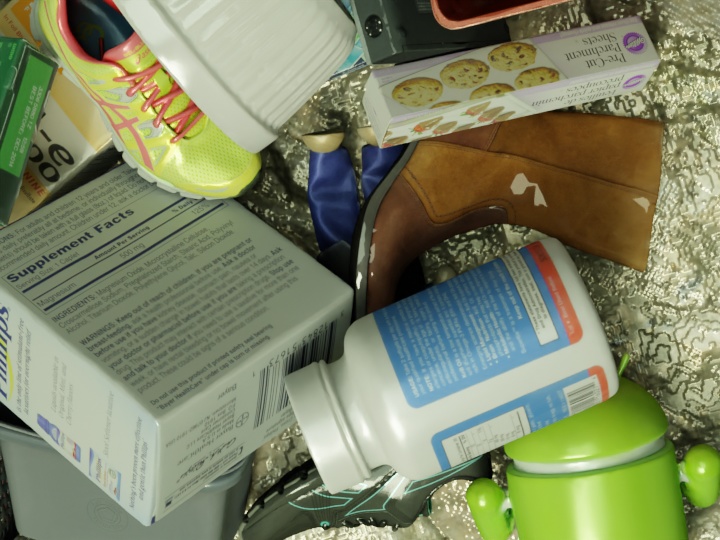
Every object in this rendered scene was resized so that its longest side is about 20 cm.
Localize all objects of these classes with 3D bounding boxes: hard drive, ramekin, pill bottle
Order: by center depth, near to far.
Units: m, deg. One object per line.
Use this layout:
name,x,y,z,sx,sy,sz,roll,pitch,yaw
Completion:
ramekin,-0.088,-0.185,1.114,0.105,0.200,0.201,-36,89,7
pill bottle,0.056,0.066,1.119,0.198,0.112,0.113,-22,93,0
hard drive,0.028,-0.238,1.140,0.033,0.139,0.202,-17,87,38

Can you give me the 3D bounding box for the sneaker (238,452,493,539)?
sneaker,0.003,0.158,1.244,0.199,0.075,0.080,-31,92,15

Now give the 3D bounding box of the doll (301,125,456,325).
doll,0.000,0.000,1.234,0.135,0.048,0.202,-8,96,1

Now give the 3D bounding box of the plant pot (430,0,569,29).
plant pot,0.138,-0.273,1.101,0.198,0.176,0.202,-12,95,15

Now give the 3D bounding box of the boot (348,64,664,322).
boot,0.098,-0.031,1.186,0.198,0.068,0.190,14,82,-5

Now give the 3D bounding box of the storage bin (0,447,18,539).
storage bin,-0.339,0.123,1.307,0.134,0.094,0.202,-1,98,13

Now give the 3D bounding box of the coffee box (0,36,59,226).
coffee box,-0.306,-0.102,1.198,0.198,0.044,0.124,7,75,34

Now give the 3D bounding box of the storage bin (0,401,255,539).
storage bin,-0.164,0.131,1.258,0.198,0.146,0.135,14,128,10

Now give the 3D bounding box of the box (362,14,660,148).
box,0.099,-0.125,1.146,0.198,0.039,0.042,-13,67,-17

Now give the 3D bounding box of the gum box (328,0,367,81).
gum box,-0.044,-0.233,1.216,0.168,0.045,0.202,-20,92,15

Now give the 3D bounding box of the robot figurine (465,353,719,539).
robot figurine,0.162,0.161,1.186,0.174,0.116,0.202,-10,95,8

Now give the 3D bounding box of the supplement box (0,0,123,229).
supplement box,-0.254,-0.101,1.266,0.200,0.074,0.126,-40,87,14

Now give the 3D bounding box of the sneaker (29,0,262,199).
sneaker,-0.145,-0.126,1.164,0.200,0.090,0.078,42,73,-1

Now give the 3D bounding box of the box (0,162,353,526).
box,-0.140,0.038,1.170,0.199,0.183,0.106,36,138,25
